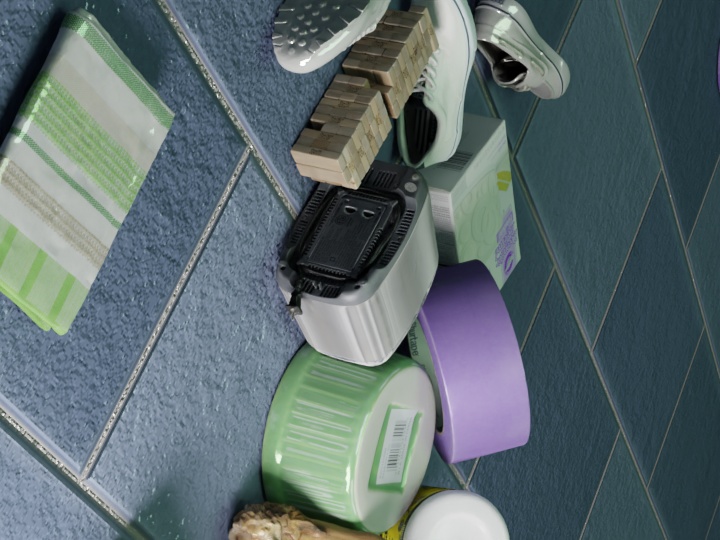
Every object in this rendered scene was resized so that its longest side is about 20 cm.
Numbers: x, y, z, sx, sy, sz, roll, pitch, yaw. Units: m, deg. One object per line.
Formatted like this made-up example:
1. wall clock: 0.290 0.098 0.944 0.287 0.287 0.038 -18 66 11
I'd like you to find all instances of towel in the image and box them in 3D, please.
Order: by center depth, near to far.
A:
1. towel: -0.218 -0.071 1.176 0.201 0.031 0.149 -65 148 -18

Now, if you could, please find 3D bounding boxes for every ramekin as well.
1. ramekin: -0.005 0.166 1.598 0.200 0.097 0.201 -34 130 -54

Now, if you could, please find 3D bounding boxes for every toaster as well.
1. toaster: 0.000 0.000 1.525 0.200 0.113 0.129 -63 152 -30

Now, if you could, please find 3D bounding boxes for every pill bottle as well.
1. pill bottle: 0.073 0.284 1.696 0.200 0.112 0.113 160 -51 -74

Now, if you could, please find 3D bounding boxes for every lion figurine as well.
1. lion figurine: -0.027 0.267 1.533 0.123 0.199 0.073 104 -10 -58

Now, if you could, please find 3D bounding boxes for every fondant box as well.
1. fondant box: 0.118 -0.052 1.789 0.144 0.058 0.201 -53 145 -40

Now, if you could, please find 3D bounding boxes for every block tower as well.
1. block tower: 0.006 -0.166 1.530 0.200 0.058 0.054 -60 148 -28

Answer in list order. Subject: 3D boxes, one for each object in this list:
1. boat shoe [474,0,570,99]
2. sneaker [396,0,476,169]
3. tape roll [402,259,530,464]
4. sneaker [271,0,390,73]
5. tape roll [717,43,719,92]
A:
1. boat shoe: 0.178 -0.235 1.816 0.066 0.072 0.200 -66 150 -12
2. sneaker: 0.073 -0.194 1.626 0.071 0.073 0.201 -44 138 -52
3. tape roll: 0.105 0.095 1.675 0.200 0.085 0.201 165 -90 -82
4. sneaker: -0.013 -0.235 1.452 0.200 0.076 0.081 -56 155 -33
5. tape roll: 0.659 -0.377 2.689 0.200 0.065 0.201 -37 133 -53
